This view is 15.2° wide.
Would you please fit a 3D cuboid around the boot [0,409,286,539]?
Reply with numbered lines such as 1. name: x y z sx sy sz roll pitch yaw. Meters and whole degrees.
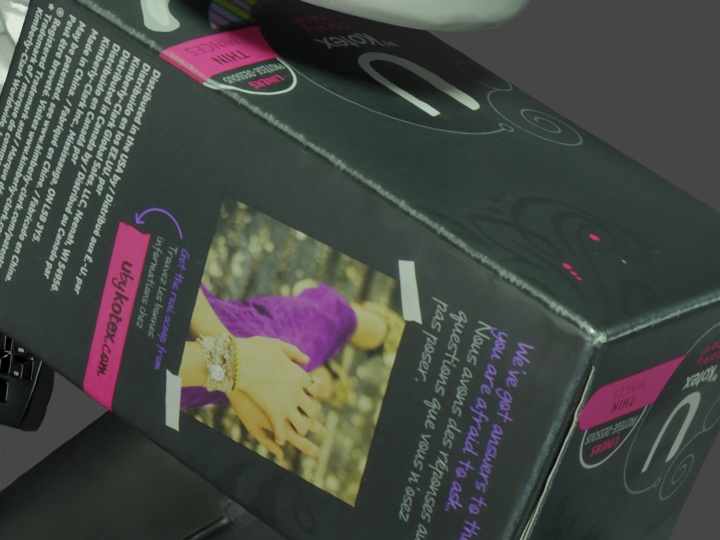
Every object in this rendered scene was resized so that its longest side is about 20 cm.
1. boot: -0.111 0.074 0.888 0.200 0.066 0.165 -30 107 39

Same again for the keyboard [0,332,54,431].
1. keyboard: -0.194 0.016 0.966 0.200 0.040 0.104 13 107 33

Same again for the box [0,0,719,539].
1. box: 0.000 0.000 0.769 0.200 0.122 0.106 34 116 24

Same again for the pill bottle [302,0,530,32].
1. pill bottle: 0.021 -0.177 0.732 0.114 0.114 0.201 28 114 27

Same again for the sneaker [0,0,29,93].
1. sneaker: -0.148 -0.080 0.891 0.200 0.075 0.100 18 108 31
